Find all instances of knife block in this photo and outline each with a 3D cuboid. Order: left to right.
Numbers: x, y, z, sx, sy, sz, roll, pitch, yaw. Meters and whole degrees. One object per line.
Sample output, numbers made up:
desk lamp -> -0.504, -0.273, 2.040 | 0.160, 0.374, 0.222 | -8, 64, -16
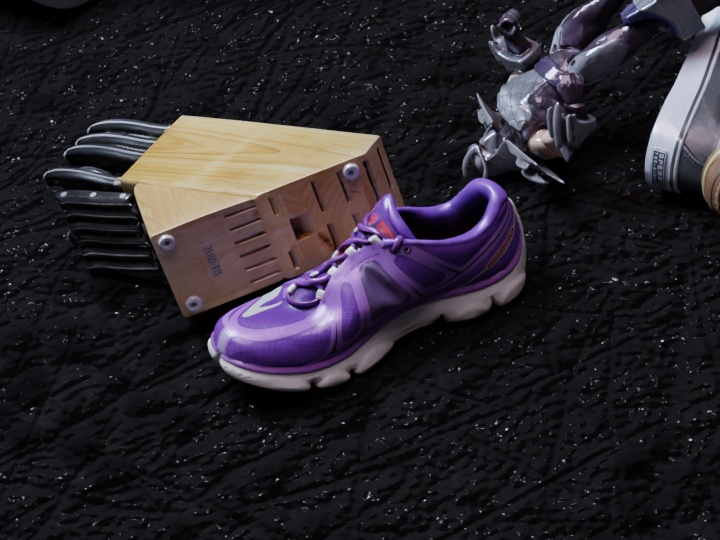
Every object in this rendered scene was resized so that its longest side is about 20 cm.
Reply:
knife block -> -0.088, -0.055, 1.772 | 0.200, 0.064, 0.176 | -21, 34, -1

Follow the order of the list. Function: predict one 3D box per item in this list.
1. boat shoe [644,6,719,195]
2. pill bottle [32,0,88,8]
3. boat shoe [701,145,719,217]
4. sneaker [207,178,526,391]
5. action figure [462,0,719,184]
boat shoe -> 0.237, -0.123, 1.788 | 0.068, 0.074, 0.200 | 14, 47, 18
pill bottle -> -0.266, -0.259, 2.044 | 0.200, 0.109, 0.109 | 21, 49, 33
boat shoe -> 0.300, -0.057, 1.693 | 0.199, 0.072, 0.068 | -8, 37, 0
sneaker -> 0.000, 0.000, 1.687 | 0.200, 0.084, 0.081 | -26, 41, -16
action figure -> 0.130, -0.131, 1.782 | 0.200, 0.069, 0.130 | -47, 41, 8
